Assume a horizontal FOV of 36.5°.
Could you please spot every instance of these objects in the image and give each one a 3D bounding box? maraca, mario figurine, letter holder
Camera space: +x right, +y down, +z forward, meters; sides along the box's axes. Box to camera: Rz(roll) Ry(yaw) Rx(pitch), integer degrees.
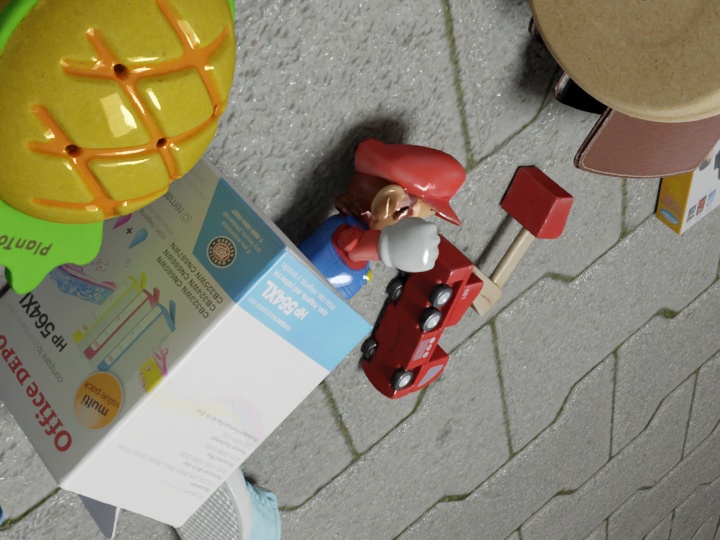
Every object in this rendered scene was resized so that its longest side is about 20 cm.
[{"bbox_3d":[-0.133,-0.071,0.518,0.201,0.107,0.137,-54,148,15],"label":"maraca"},{"bbox_3d":[0.000,0.000,0.748,0.200,0.124,0.106,-42,139,0],"label":"mario figurine"},{"bbox_3d":[0.218,-0.155,0.846,0.199,0.101,0.143,-5,132,-47],"label":"letter holder"}]

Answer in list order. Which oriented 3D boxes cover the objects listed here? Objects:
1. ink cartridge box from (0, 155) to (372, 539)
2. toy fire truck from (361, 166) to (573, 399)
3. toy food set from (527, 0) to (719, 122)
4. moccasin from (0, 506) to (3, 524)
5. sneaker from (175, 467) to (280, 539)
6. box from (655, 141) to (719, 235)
[{"bbox_3d":[-0.120,0.046,0.646,0.200,0.129,0.125,-46,148,-1],"label":"ink cartridge box"},{"bbox_3d":[0.089,0.013,0.930,0.140,0.049,0.202,-13,136,-42],"label":"toy fire truck"},{"bbox_3d":[0.180,-0.189,0.670,0.048,0.202,0.197,-32,-174,-40],"label":"toy food set"},{"bbox_3d":[-0.243,0.124,0.632,0.067,0.081,0.201,-16,140,-21],"label":"moccasin"},{"bbox_3d":[-0.106,0.201,0.916,0.202,0.073,0.082,89,23,-43],"label":"sneaker"},{"bbox_3d":[0.361,-0.124,1.106,0.118,0.041,0.201,-34,145,-18],"label":"box"}]
